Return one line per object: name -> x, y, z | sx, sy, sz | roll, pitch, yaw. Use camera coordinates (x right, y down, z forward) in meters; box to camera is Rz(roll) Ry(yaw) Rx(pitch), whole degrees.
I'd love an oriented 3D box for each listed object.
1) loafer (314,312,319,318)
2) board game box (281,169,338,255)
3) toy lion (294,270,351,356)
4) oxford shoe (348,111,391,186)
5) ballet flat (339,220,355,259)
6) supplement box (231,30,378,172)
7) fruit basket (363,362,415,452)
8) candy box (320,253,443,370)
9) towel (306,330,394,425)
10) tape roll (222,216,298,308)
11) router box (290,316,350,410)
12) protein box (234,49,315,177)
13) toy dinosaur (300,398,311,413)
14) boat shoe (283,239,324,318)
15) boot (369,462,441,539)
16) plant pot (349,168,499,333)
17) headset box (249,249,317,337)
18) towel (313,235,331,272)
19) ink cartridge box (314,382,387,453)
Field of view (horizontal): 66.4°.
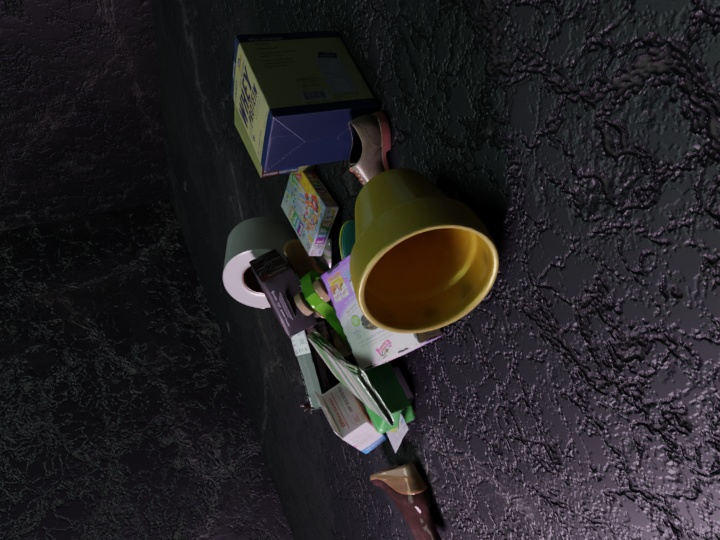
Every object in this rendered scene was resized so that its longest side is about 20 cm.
loafer -> -0.119, 0.186, 1.467 | 0.067, 0.076, 0.201 | -151, 50, -66
board game box -> -0.122, -0.148, 1.278 | 0.200, 0.034, 0.135 | 57, 137, 41
toy lion -> -0.053, 0.076, 1.158 | 0.200, 0.069, 0.192 | 50, -169, -23
oxford shoe -> 0.011, -0.174, 0.972 | 0.070, 0.074, 0.201 | 30, 131, 56
ballet flat -> 0.000, 0.000, 1.118 | 0.067, 0.067, 0.201 | 136, 115, -74
supplement box -> -0.108, -0.311, 0.997 | 0.200, 0.199, 0.134 | 65, 153, 24
fruit basket -> 0.051, 0.278, 1.168 | 0.200, 0.093, 0.186 | 86, 159, -60
candy box -> 0.034, 0.061, 0.996 | 0.168, 0.071, 0.201 | -33, 75, 43
towel -> -0.021, 0.202, 1.063 | 0.200, 0.023, 0.153 | 26, 150, 55
tape roll -> -0.254, -0.021, 1.442 | 0.140, 0.202, 0.203 | -99, 12, -48
router box -> -0.088, 0.215, 1.329 | 0.051, 0.149, 0.201 | -17, 88, 31
protein box -> -0.186, -0.355, 1.220 | 0.199, 0.134, 0.200 | 61, 153, 30
toy dinosaur -> -0.101, 0.312, 1.498 | 0.182, 0.105, 0.200 | -64, 30, 28
boat shoe -> -0.117, 0.022, 1.296 | 0.201, 0.071, 0.069 | 62, 164, 8
boot -> 0.094, 0.513, 1.200 | 0.200, 0.072, 0.167 | -45, 61, 59
plant pot -> 0.072, -0.044, 0.797 | 0.189, 0.200, 0.201 | -109, 20, -45
headset box -> -0.178, 0.051, 1.264 | 0.200, 0.075, 0.149 | 38, 153, 63
towel -> -0.102, -0.016, 1.360 | 0.153, 0.023, 0.201 | 41, 138, 51
ink cartridge box -> -0.018, 0.325, 1.232 | 0.115, 0.068, 0.200 | 56, 180, 35
